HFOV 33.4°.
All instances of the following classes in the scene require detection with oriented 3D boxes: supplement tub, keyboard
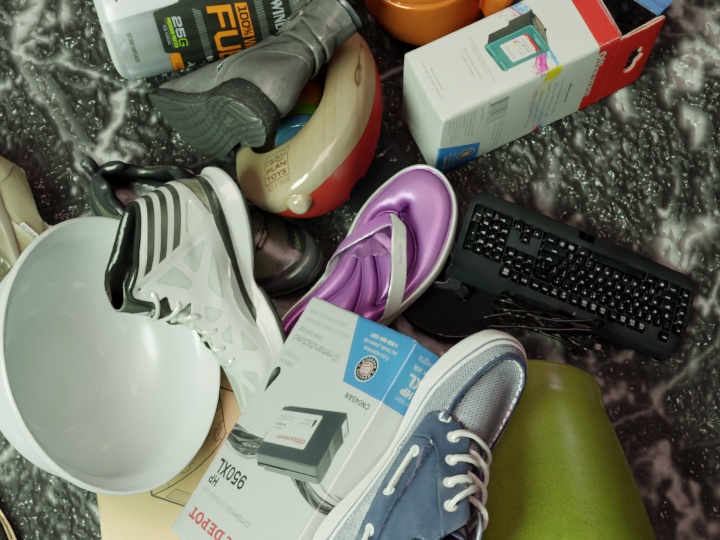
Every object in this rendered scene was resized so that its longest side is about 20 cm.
[{"bbox_3d":[-0.120,-0.240,1.005,0.200,0.123,0.123,-16,73,-3],"label":"supplement tub"},{"bbox_3d":[0.169,0.014,0.940,0.200,0.040,0.104,21,74,-6],"label":"keyboard"}]

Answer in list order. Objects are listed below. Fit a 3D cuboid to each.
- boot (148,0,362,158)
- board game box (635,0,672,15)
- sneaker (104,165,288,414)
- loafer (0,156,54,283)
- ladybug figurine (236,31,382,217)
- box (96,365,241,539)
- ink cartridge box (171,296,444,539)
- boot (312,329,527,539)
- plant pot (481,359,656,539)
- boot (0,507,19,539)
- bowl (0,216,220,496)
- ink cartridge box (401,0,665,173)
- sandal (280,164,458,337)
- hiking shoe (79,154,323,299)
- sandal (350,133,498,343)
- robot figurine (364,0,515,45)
[{"bbox_3d":[-0.080,-0.157,0.948,0.132,0.200,0.070,-50,120,-17],"label":"boot"},{"bbox_3d":[0.159,-0.319,0.972,0.199,0.043,0.200,21,39,-28],"label":"board game box"},{"bbox_3d":[-0.126,0.034,0.877,0.115,0.076,0.201,-22,102,-33],"label":"sneaker"},{"bbox_3d":[-0.273,-0.008,0.958,0.076,0.068,0.200,-21,84,38],"label":"loafer"},{"bbox_3d":[-0.035,-0.114,0.963,0.136,0.072,0.200,-25,40,33],"label":"ladybug figurine"},{"bbox_3d":[-0.106,0.148,0.932,0.200,0.021,0.164,-11,72,-2],"label":"box"},{"bbox_3d":[-0.023,0.134,0.829,0.084,0.145,0.200,36,81,-32],"label":"ink cartridge box"},{"bbox_3d":[0.058,0.130,0.737,0.073,0.090,0.200,42,78,-31],"label":"boot"},{"bbox_3d":[0.117,0.173,0.844,0.200,0.200,0.193,-1,60,1],"label":"plant pot"},{"bbox_3d":[-0.289,0.229,0.848,0.077,0.138,0.200,-21,72,-5],"label":"boot"},{"bbox_3d":[-0.204,0.067,0.877,0.090,0.201,0.201,-16,68,36],"label":"bowl"},{"bbox_3d":[0.137,-0.164,0.979,0.200,0.116,0.067,-25,74,-8],"label":"ink cartridge box"},{"bbox_3d":[0.006,0.004,0.929,0.082,0.050,0.203,35,85,14],"label":"sandal"},{"bbox_3d":[-0.128,-0.034,0.949,0.200,0.101,0.076,16,73,6],"label":"hiking shoe"},{"bbox_3d":[0.041,-0.026,0.974,0.076,0.043,0.200,-31,74,-8],"label":"sandal"},{"bbox_3d":[0.049,-0.252,0.962,0.117,0.200,0.144,-23,81,3],"label":"robot figurine"}]
